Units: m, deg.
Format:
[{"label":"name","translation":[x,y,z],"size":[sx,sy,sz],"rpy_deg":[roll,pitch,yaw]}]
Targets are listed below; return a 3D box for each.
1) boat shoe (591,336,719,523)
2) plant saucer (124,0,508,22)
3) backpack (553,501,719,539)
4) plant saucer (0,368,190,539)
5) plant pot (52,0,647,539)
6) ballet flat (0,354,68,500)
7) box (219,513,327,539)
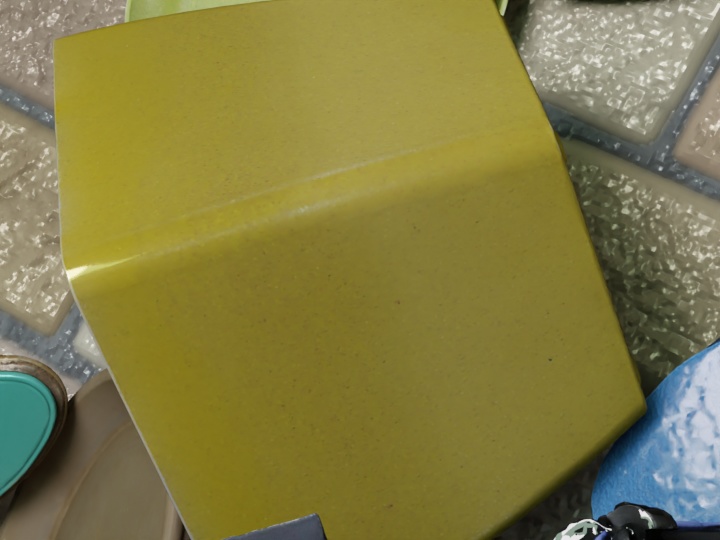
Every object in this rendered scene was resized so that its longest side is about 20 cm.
[{"label":"boat shoe","translation":[0.179,0.047,0.881],"size":[0.200,0.069,0.084],"rpy_deg":[-39,69,8]},{"label":"plant saucer","translation":[-0.016,-0.127,1.059],"size":[0.200,0.031,0.200],"rpy_deg":[-9,67,22]},{"label":"backpack","translation":[0.115,0.200,0.793],"size":[0.147,0.183,0.200],"rpy_deg":[-34,63,35]},{"label":"plant saucer","translation":[-0.115,0.138,0.959],"size":[0.200,0.029,0.200],"rpy_deg":[-43,36,43]},{"label":"plant pot","translation":[0.000,0.000,0.888],"size":[0.176,0.200,0.200],"rpy_deg":[-21,31,3]},{"label":"ballet flat","translation":[-0.207,0.098,1.046],"size":[0.068,0.072,0.200],"rpy_deg":[40,107,-12]},{"label":"box","translation":[-0.039,0.226,0.777],"size":[0.124,0.200,0.197],"rpy_deg":[-16,56,-11]}]
